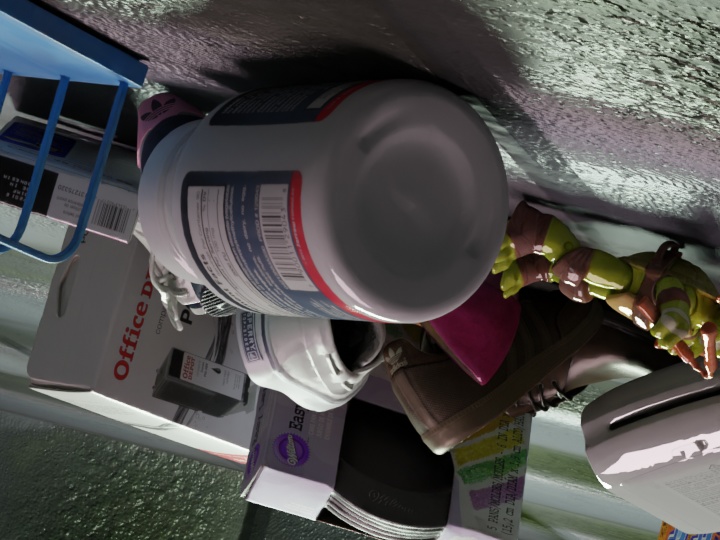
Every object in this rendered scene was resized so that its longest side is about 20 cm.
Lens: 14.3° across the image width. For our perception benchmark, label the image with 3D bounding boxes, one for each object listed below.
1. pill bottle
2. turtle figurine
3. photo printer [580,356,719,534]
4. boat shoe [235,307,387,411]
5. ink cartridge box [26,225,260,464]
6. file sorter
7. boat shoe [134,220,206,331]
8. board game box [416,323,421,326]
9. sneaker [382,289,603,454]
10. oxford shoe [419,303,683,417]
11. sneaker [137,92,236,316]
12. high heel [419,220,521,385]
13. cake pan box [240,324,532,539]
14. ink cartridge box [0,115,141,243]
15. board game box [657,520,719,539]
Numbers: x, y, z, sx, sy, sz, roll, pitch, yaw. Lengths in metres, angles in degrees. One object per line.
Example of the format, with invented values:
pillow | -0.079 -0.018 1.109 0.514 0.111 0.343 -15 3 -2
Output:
pill bottle | -0.027 -0.036 1.469 0.119 0.120 0.200 22 170 -32
turtle figurine | 0.156 0.011 1.603 0.160 0.065 0.200 22 -179 13
photo printer | 0.241 0.106 1.839 0.166 0.070 0.200 -19 157 22
boat shoe | -0.015 0.045 1.734 0.065 0.074 0.200 -11 177 15
ink cartridge box | -0.114 0.042 1.990 0.199 0.148 0.083 22 169 -38
file sorter | -0.243 -0.085 1.543 0.199 0.123 0.139 8 168 40
boat shoe | -0.104 0.001 1.859 0.201 0.086 0.075 23 -169 -26
board game box | -0.012 -0.006 1.819 0.199 0.030 0.096 25 -171 -32
sneaker | 0.084 0.039 1.765 0.070 0.076 0.200 -34 -178 35
oxford shoe | 0.131 0.062 1.887 0.199 0.085 0.073 8 163 28
sneaker | -0.084 -0.039 1.661 0.070 0.082 0.200 -25 158 -5
high heel | 0.000 0.000 1.702 0.199 0.097 0.067 15 171 8
cake pan box | 0.024 0.095 1.926 0.183 0.201 0.052 18 141 -8
ink cartridge box | -0.173 -0.057 1.701 0.094 0.037 0.200 17 -171 -4
board game box | 0.331 0.213 2.067 0.199 0.201 0.200 17 171 -7
